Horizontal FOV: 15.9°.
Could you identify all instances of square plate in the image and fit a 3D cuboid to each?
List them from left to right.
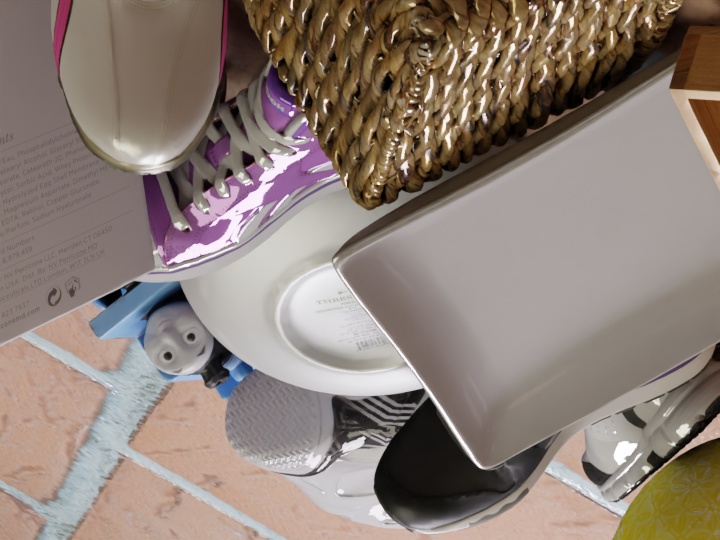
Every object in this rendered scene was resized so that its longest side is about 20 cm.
[{"bbox_3d":[0.104,-0.009,1.164,0.200,0.198,0.028,54,-173,-51],"label":"square plate"}]

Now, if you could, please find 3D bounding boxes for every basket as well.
[{"bbox_3d":[0.041,-0.139,1.052,0.143,0.149,0.200,60,165,13],"label":"basket"}]

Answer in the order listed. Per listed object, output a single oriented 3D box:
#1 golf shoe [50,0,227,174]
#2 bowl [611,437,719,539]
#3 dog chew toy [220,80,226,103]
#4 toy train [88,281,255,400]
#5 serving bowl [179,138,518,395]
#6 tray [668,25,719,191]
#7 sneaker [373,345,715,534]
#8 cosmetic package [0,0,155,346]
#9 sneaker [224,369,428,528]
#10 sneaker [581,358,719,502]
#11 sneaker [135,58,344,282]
[{"bbox_3d":[-0.088,-0.139,1.036,0.072,0.201,0.092,1,161,-2],"label":"golf shoe"},{"bbox_3d":[0.234,0.137,1.366,0.200,0.200,0.108,20,116,24],"label":"bowl"},{"bbox_3d":[-0.123,-0.098,1.300,0.124,0.125,0.200,23,165,16],"label":"dog chew toy"},{"bbox_3d":[-0.089,0.015,1.481,0.114,0.087,0.200,54,-166,12],"label":"toy train"},{"bbox_3d":[0.000,0.000,1.304,0.199,0.066,0.201,1,137,1],"label":"serving bowl"},{"bbox_3d":[0.210,-0.032,1.104,0.098,0.037,0.200,5,152,29],"label":"tray"},{"bbox_3d":[0.086,0.049,1.289,0.076,0.200,0.088,49,168,30],"label":"sneaker"},{"bbox_3d":[-0.212,-0.089,1.164,0.199,0.123,0.201,14,120,40],"label":"cosmetic package"},{"bbox_3d":[0.034,0.089,1.439,0.199,0.075,0.115,-6,153,20],"label":"sneaker"},{"bbox_3d":[0.154,0.069,1.427,0.080,0.074,0.200,47,161,9],"label":"sneaker"},{"bbox_3d":[-0.051,-0.065,1.187,0.073,0.200,0.114,66,-171,18],"label":"sneaker"}]
